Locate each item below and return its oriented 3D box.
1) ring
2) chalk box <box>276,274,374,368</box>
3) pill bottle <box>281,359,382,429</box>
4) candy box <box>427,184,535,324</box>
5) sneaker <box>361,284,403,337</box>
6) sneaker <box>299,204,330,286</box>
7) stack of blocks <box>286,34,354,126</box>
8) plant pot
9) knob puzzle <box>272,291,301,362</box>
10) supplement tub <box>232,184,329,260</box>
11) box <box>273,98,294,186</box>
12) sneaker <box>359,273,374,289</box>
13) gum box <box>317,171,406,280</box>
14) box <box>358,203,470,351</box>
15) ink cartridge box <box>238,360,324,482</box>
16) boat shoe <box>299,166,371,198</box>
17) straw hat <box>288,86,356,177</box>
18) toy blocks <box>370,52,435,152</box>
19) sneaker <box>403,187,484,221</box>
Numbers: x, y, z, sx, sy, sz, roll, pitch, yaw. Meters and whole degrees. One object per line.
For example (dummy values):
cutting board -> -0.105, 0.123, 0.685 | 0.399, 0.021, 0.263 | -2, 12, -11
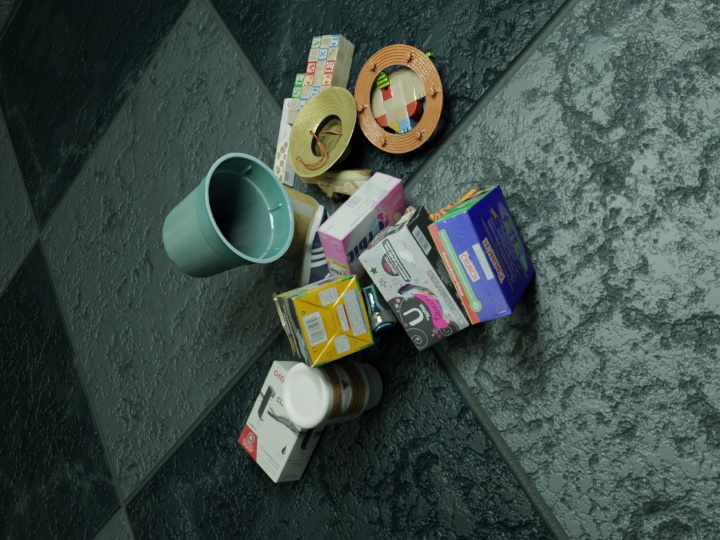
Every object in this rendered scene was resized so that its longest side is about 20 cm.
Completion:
ring -> 0.069, -0.335, 1.237 | 0.195, 0.019, 0.207 | 9, 108, 29
chalk box -> -0.071, 0.086, 1.139 | 0.199, 0.121, 0.129 | 180, 73, -73
pill bottle -> -0.045, 0.228, 1.190 | 0.112, 0.198, 0.118 | -3, 84, 35
candy box -> 0.205, -0.031, 1.028 | 0.076, 0.199, 0.173 | -21, 96, 30
sneaker -> 0.041, 0.074, 1.171 | 0.071, 0.200, 0.084 | -21, 79, 0
sneaker -> -0.062, -0.039, 1.289 | 0.071, 0.105, 0.204 | -80, 3, -50
stack of blocks -> -0.091, -0.424, 1.440 | 0.113, 0.058, 0.206 | 10, 87, 37
plant pot -> -0.260, -0.085, 1.179 | 0.193, 0.197, 0.207 | -20, 70, 39
knob puzzle -> -0.132, 0.123, 1.311 | 0.030, 0.221, 0.223 | -25, 63, -4
supplement tub -> -0.165, -0.102, 1.345 | 0.142, 0.198, 0.150 | -8, 76, 34
box -> -0.169, -0.300, 1.486 | 0.038, 0.041, 0.207 | 5, 85, 36
sneaker -> 0.000, 0.000, 1.259 | 0.072, 0.114, 0.207 | -11, 74, 35
gum box -> 0.013, -0.085, 1.208 | 0.065, 0.115, 0.200 | 22, 55, 34
box -> 0.105, 0.013, 1.116 | 0.113, 0.132, 0.202 | -31, 99, 28
ink cartridge box -> -0.154, 0.314, 1.330 | 0.143, 0.083, 0.204 | 32, 99, 36
boat shoe -> -0.059, -0.188, 1.364 | 0.196, 0.070, 0.067 | 10, 109, 41
straw hat -> -0.062, -0.277, 1.344 | 0.197, 0.084, 0.207 | -16, 63, 33
toy blocks -> 0.083, -0.332, 1.286 | 0.196, 0.099, 0.141 | -16, 83, 33
sneaker -> 0.145, -0.102, 1.194 | 0.200, 0.077, 0.113 | -47, 59, 20
